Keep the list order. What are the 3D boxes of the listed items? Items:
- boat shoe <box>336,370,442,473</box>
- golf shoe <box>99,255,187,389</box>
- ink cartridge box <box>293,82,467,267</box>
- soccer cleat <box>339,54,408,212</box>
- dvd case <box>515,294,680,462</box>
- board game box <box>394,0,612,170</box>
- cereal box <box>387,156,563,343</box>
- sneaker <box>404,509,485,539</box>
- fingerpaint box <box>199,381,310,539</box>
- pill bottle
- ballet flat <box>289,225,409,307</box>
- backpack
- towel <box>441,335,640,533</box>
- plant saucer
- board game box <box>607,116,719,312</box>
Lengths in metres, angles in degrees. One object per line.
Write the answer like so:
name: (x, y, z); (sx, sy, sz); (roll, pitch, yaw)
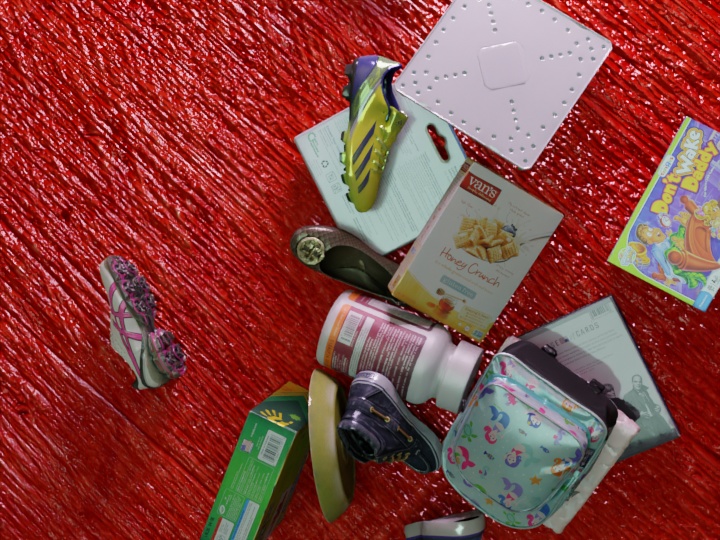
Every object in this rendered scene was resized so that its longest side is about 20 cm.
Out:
boat shoe: (0.035, 0.225, 1.348); (0.071, 0.091, 0.200); (-6, 134, 39)
golf shoe: (-0.332, 0.077, 1.487); (0.092, 0.073, 0.200); (-26, 89, 18)
ink cartridge box: (0.041, -0.134, 1.377); (0.200, 0.043, 0.197); (-26, 88, 14)
soccer cleat: (0.019, -0.173, 1.327); (0.083, 0.065, 0.201); (2, 95, 7)
dvd case: (0.300, 0.151, 1.345); (0.150, 0.025, 0.200); (-26, 89, 17)
board game box: (0.177, -0.251, 1.296); (0.200, 0.026, 0.200); (34, 81, 10)
cereal box: (0.146, -0.024, 1.329); (0.144, 0.040, 0.200); (28, 102, -16)
sneaker: (0.120, 0.391, 1.338); (0.080, 0.200, 0.147); (-7, 76, -20)
fingerpaint box: (-0.127, 0.268, 1.403); (0.073, 0.167, 0.200); (24, 103, 10)
pill bottle: (0.052, 0.109, 1.365); (0.200, 0.110, 0.110); (22, 101, 12)
ballet flat: (0.000, 0.000, 1.355); (0.200, 0.046, 0.067); (26, 119, -19)
backpack: (0.195, 0.212, 1.270); (0.177, 0.151, 0.200); (35, 118, 14)
towel: (0.229, 0.214, 1.348); (0.200, 0.032, 0.191); (36, 114, 15)
plant saucer: (-0.033, 0.226, 1.358); (0.031, 0.200, 0.201); (-7, 94, 6)
board game box: (0.411, -0.069, 1.279); (0.134, 0.045, 0.200); (28, 103, 11)
